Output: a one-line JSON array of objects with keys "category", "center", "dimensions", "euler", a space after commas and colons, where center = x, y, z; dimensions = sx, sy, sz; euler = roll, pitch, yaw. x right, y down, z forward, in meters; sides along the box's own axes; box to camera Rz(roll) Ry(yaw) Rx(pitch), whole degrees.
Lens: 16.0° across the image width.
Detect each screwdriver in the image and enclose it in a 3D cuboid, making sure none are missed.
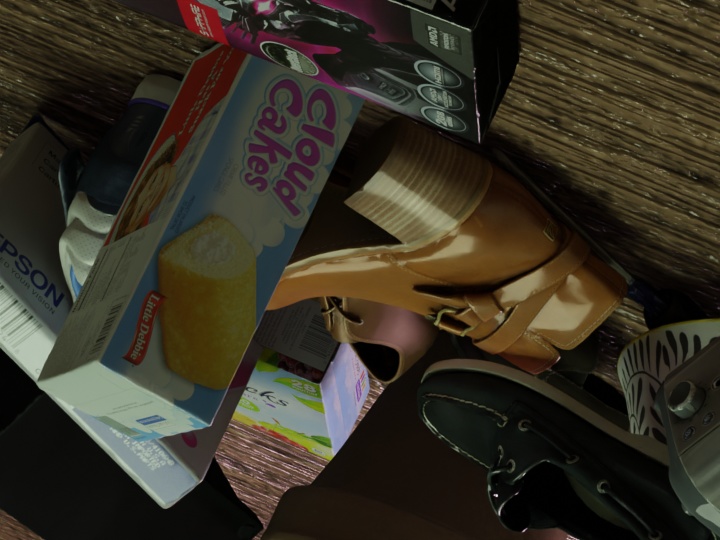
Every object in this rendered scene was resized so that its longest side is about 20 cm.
[{"category": "screwdriver", "center": [0.129, -0.003, 1.347], "dimensions": [0.200, 0.028, 0.029], "euler": [37, 131, -27]}]

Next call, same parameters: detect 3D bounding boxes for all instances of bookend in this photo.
[{"category": "bookend", "center": [-0.184, 0.085, 1.603], "dimensions": [0.199, 0.092, 0.200], "euler": [43, -172, -41]}]

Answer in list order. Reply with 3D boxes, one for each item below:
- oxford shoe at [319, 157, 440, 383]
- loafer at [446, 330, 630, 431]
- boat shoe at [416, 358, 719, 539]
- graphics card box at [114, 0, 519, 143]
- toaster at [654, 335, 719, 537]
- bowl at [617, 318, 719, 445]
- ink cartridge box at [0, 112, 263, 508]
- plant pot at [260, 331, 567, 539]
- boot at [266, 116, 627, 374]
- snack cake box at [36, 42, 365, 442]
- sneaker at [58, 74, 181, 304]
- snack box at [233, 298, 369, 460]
[{"category": "oxford shoe", "center": [0.000, 0.000, 1.458], "dimensions": [0.071, 0.072, 0.200], "euler": [18, 156, 33]}, {"category": "loafer", "center": [0.097, 0.037, 1.459], "dimensions": [0.200, 0.071, 0.073], "euler": [53, -169, -40]}, {"category": "boat shoe", "center": [0.099, 0.110, 1.332], "dimensions": [0.199, 0.066, 0.075], "euler": [26, 150, 27]}, {"category": "graphics card box", "center": [-0.028, -0.133, 1.140], "dimensions": [0.199, 0.051, 0.126], "euler": [21, 162, 11]}, {"category": "toaster", "center": [0.246, 0.085, 1.216], "dimensions": [0.199, 0.114, 0.129], "euler": [34, 117, -21]}, {"category": "bowl", "center": [0.225, 0.110, 1.365], "dimensions": [0.199, 0.095, 0.201], "euler": [12, 157, 5]}, {"category": "ink cartridge box", "center": [-0.144, 0.010, 1.508], "dimensions": [0.043, 0.200, 0.196], "euler": [-36, 107, 30]}, {"category": "plant pot", "center": [0.061, 0.140, 1.607], "dimensions": [0.199, 0.175, 0.200], "euler": [24, 163, 8]}, {"category": "boot", "center": [0.032, 0.008, 1.354], "dimensions": [0.154, 0.074, 0.200], "euler": [33, 149, -18]}, {"category": "snack cake box", "center": [-0.079, -0.020, 1.289], "dimensions": [0.067, 0.201, 0.115], "euler": [29, 163, -15]}, {"category": "sneaker", "center": [-0.117, -0.009, 1.468], "dimensions": [0.080, 0.147, 0.200], "euler": [20, 162, 17]}, {"category": "snack box", "center": [-0.098, 0.040, 1.722], "dimensions": [0.199, 0.068, 0.169], "euler": [22, 161, 10]}]
